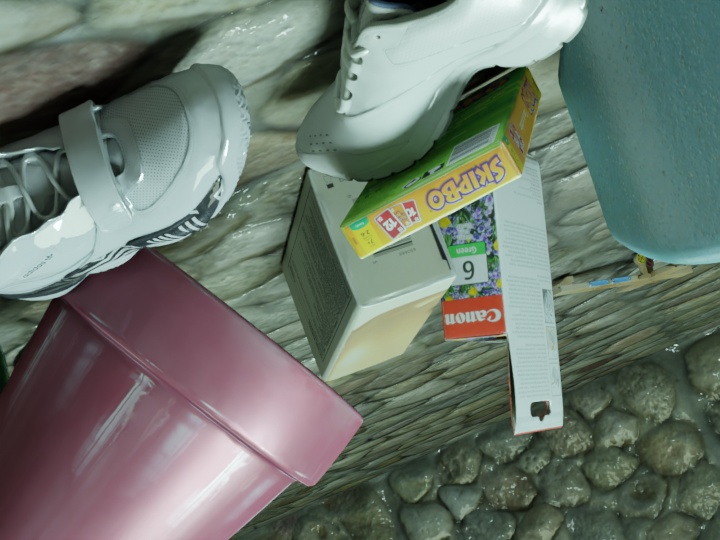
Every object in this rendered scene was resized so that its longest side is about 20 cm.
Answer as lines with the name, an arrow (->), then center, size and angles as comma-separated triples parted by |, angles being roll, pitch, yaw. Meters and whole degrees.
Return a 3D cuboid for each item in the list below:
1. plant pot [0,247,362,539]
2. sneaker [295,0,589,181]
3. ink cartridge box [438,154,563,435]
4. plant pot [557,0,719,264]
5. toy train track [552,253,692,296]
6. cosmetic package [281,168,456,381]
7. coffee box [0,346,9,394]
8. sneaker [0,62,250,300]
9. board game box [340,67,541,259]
plant pot -> -0.129, 0.094, 0.765 | 0.179, 0.200, 0.200 | -51, 168, -7
sneaker -> 0.021, -0.113, 0.655 | 0.087, 0.075, 0.200 | 11, 146, -35
ink cartridge box -> 0.097, 0.015, 0.930 | 0.050, 0.200, 0.109 | -7, 173, 26
plant pot -> 0.226, -0.105, 0.744 | 0.196, 0.197, 0.200 | -14, 173, -30
toy train track -> 0.311, 0.002, 1.575 | 0.200, 0.033, 0.115 | -8, 168, -28
cosmetic package -> 0.000, 0.000, 0.935 | 0.071, 0.105, 0.200 | -18, 167, -14
coffee box -> -0.243, 0.139, 0.876 | 0.044, 0.200, 0.123 | -13, 166, -12
sneaker -> -0.148, -0.036, 0.626 | 0.200, 0.075, 0.115 | -28, 168, 34
board game box -> 0.052, -0.068, 0.747 | 0.095, 0.030, 0.200 | -27, -165, 19
